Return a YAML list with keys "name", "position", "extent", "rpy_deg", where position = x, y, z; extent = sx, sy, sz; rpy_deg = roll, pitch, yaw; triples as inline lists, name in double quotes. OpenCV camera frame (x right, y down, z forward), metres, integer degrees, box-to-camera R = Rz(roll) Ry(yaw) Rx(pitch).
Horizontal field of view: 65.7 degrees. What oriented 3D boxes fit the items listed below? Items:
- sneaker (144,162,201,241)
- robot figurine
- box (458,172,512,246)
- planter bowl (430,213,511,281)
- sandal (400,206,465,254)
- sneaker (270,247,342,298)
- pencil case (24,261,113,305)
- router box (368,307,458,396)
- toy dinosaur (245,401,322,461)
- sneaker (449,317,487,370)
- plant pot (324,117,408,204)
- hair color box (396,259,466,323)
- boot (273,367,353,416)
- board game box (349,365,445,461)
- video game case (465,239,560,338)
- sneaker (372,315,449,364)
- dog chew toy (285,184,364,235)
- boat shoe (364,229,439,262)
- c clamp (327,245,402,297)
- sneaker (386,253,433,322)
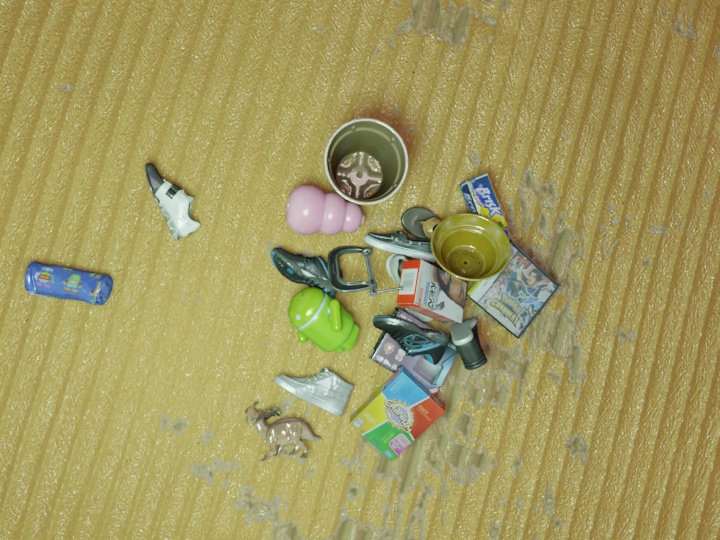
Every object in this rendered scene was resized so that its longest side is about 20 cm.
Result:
- name: "sneaker"
  position: [-0.466, -0.184, 1.397]
  extent: [0.088, 0.074, 0.202]
  rpy_deg: [-26, 101, -6]
- name: "robot figurine"
  position: [-0.096, 0.122, 1.386]
  extent: [0.200, 0.175, 0.117]
  rpy_deg: [41, 54, -22]
- name: "box"
  position: [0.330, -0.149, 1.469]
  extent: [0.064, 0.070, 0.202]
  rpy_deg: [-22, 91, -9]
- name: "planter bowl"
  position: [0.271, -0.039, 1.403]
  extent: [0.197, 0.084, 0.203]
  rpy_deg: [0, 57, -1]
- name: "sandal"
  position: [0.198, -0.099, 1.463]
  extent: [0.199, 0.055, 0.082]
  rpy_deg: [38, 85, -3]
- name: "sneaker"
  position: [-0.138, -0.006, 1.433]
  extent: [0.199, 0.073, 0.082]
  rpy_deg: [32, 60, -2]
- name: "pencil case"
  position: [-0.714, 0.035, 1.360]
  extent: [0.197, 0.078, 0.088]
  rpy_deg: [10, 58, -5]
- name: "router box"
  position: [0.142, 0.210, 1.446]
  extent: [0.198, 0.062, 0.151]
  rpy_deg: [30, 85, -4]
- name: "toy dinosaur"
  position: [-0.191, 0.400, 1.403]
  extent: [0.197, 0.086, 0.138]
  rpy_deg: [1, 82, -11]
- name: "sneaker"
  position: [0.273, 0.186, 1.401]
  extent: [0.070, 0.200, 0.100]
  rpy_deg: [-22, 97, 15]
- name: "plant pot"
  position: [0.006, -0.252, 1.385]
  extent: [0.197, 0.183, 0.204]
  rpy_deg: [0, 89, -5]
- name: "hair color box"
  position: [0.182, 0.056, 1.393]
  extent: [0.199, 0.063, 0.113]
  rpy_deg: [23, 72, -43]
- name: "boot"
  position: [-0.116, 0.287, 1.423]
  extent: [0.198, 0.073, 0.096]
  rpy_deg: [29, 80, -13]
- name: "board game box"
  position: [0.092, 0.364, 1.415]
  extent: [0.153, 0.040, 0.200]
  rpy_deg: [42, 104, -6]
- name: "video game case"
  position: [0.401, 0.052, 1.459]
  extent: [0.199, 0.026, 0.181]
  rpy_deg: [38, 92, -19]
- name: "sneaker"
  position: [0.118, 0.167, 1.370]
  extent: [0.198, 0.073, 0.083]
  rpy_deg: [21, 87, -4]
- name: "dog chew toy"
  position: [-0.087, -0.144, 1.410]
  extent: [0.197, 0.124, 0.126]
  rpy_deg: [9, 88, -13]
- name: "boat shoe"
  position: [0.109, -0.073, 1.439]
  extent: [0.197, 0.069, 0.057]
  rpy_deg: [15, 101, 0]
- name: "c clamp"
  position: [0.000, 0.000, 1.396]
  extent: [0.168, 0.201, 0.027]
  rpy_deg: [-10, 132, -6]
- name: "sneaker"
  position: [0.132, 0.048, 1.435]
  extent: [0.075, 0.092, 0.201]
  rpy_deg: [-33, 92, -5]
